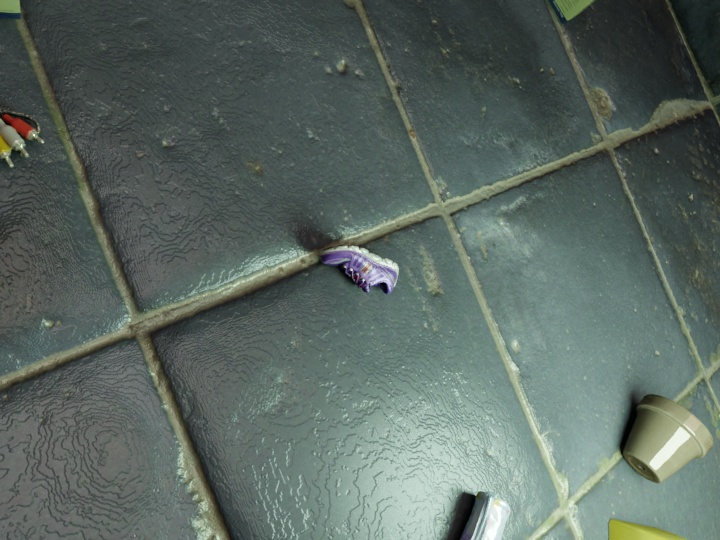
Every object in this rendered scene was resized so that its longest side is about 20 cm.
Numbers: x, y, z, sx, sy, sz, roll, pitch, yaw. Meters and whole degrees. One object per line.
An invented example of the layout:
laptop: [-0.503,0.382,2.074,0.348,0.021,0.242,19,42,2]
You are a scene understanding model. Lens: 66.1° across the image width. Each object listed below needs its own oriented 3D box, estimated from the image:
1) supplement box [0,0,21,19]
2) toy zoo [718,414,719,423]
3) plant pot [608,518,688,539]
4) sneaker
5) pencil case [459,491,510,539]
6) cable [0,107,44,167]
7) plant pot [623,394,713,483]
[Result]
supplement box: [-0.656,-0.574,0.916,0.131,0.199,0.206,-9,80,-30]
toy zoo: [1.191,0.550,1.713,0.020,0.131,0.206,14,71,-24]
plant pot: [0.760,0.755,1.384,0.196,0.176,0.205,19,68,-23]
sneaker: [0.000,0.000,1.212,0.196,0.080,0.086,19,74,-25]
pencil case: [0.255,0.585,1.194,0.091,0.082,0.202,54,55,-32]
cable: [-0.629,-0.272,0.938,0.200,0.050,0.098,47,59,-12]
plant pot: [0.813,0.472,1.500,0.174,0.200,0.201,-44,99,-13]
